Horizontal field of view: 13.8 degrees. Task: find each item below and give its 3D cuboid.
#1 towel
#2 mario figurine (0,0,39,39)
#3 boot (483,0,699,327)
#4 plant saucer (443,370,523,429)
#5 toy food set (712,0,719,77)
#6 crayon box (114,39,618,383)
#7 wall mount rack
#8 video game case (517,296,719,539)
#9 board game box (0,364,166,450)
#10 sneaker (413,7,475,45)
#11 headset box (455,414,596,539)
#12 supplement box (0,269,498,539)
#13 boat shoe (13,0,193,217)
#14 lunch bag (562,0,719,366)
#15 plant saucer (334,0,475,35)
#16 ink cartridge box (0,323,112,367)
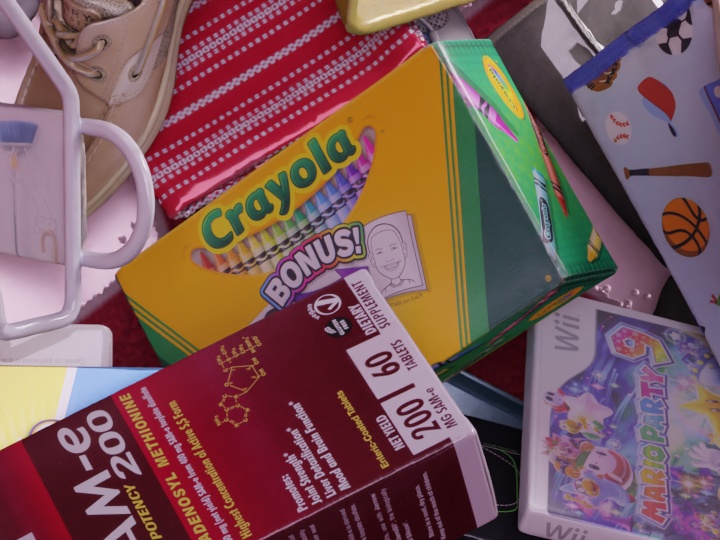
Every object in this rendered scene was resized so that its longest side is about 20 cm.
[{"bbox_3d":[-0.073,-0.137,1.359,0.144,0.022,0.200,-30,69,-3],"label":"towel"},{"bbox_3d":[-0.197,-0.174,1.353,0.199,0.106,0.124,-3,122,16],"label":"mario figurine"},{"bbox_3d":[0.124,-0.033,1.377,0.182,0.073,0.200,-40,96,-22],"label":"boot"},{"bbox_3d":[0.067,0.096,1.386,0.200,0.019,0.070,27,83,-3],"label":"plant saucer"},{"bbox_3d":[0.225,-0.059,1.218,0.143,0.060,0.201,7,67,-24],"label":"toy food set"},{"bbox_3d":[0.000,0.000,1.310,0.200,0.058,0.119,-35,78,28],"label":"crayon box"},{"bbox_3d":[-0.179,-0.065,1.283,0.074,0.200,0.174,-12,106,-46],"label":"wall mount rack"},{"bbox_3d":[0.167,0.081,1.281,0.199,0.018,0.143,14,40,-6],"label":"video game case"},{"bbox_3d":[-0.147,0.116,1.267,0.199,0.040,0.154,1,85,-7],"label":"board game box"},{"bbox_3d":[0.036,-0.063,1.365,0.075,0.082,0.200,-20,87,-7],"label":"sneaker"},{"bbox_3d":[0.093,0.173,1.303,0.199,0.093,0.174,15,121,-5],"label":"headset box"},{"bbox_3d":[-0.059,0.092,1.202,0.200,0.061,0.109,-27,47,-9],"label":"supplement box"},{"bbox_3d":[-0.113,-0.112,1.302,0.072,0.065,0.200,35,105,27],"label":"boat shoe"},{"bbox_3d":[0.222,-0.062,1.326,0.200,0.124,0.170,-20,81,-41],"label":"lunch bag"},{"bbox_3d":[0.055,-0.222,1.324,0.048,0.200,0.200,28,123,33],"label":"plant saucer"},{"bbox_3d":[-0.184,0.124,1.325,0.147,0.086,0.201,2,86,-6],"label":"ink cartridge box"}]
